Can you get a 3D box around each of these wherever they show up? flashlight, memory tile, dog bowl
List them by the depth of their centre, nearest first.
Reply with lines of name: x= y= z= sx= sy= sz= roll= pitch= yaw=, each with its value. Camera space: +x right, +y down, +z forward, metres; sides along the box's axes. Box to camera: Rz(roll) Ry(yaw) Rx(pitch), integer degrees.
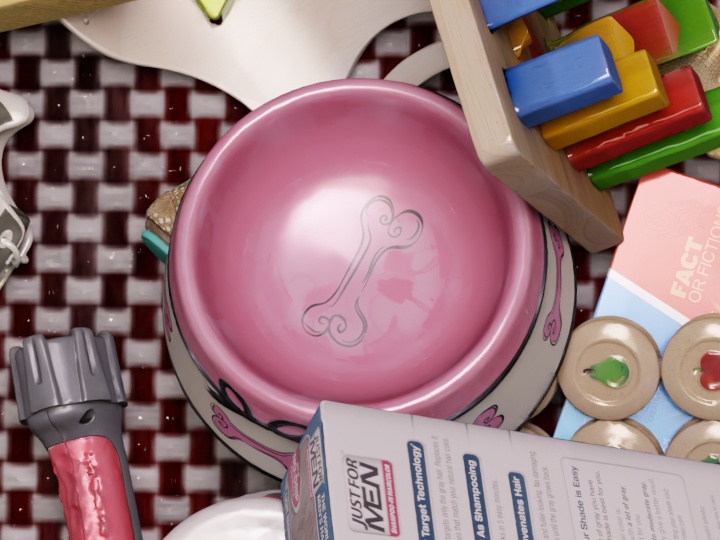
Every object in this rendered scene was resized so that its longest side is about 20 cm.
dog bowl: x=0.000 y=0.000 z=1.322 sx=0.199 sy=0.074 sz=0.202 roll=-2 pitch=71 yaw=6
memory tile: x=0.122 y=0.120 z=1.365 sx=0.152 sy=0.017 sz=0.201 roll=-1 pitch=104 yaw=11
flashlight: x=-0.130 y=0.130 z=1.375 sx=0.068 sy=0.068 sz=0.201 roll=-7 pitch=78 yaw=-27

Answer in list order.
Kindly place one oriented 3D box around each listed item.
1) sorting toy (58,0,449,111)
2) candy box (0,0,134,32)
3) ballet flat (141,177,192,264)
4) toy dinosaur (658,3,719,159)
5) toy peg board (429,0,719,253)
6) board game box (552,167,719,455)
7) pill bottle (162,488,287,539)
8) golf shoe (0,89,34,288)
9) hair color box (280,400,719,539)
sorting toy: x=-0.026 y=-0.147 z=1.381 sx=0.200 sy=0.107 sz=0.180 roll=-34 pitch=100 yaw=34
candy box: x=-0.194 y=-0.173 z=1.372 sx=0.199 sy=0.056 sz=0.118 roll=-8 pitch=86 yaw=38
ballet flat: x=-0.019 y=0.023 z=1.393 sx=0.200 sy=0.071 sz=0.065 roll=44 pitch=82 yaw=3
toy dinosaur: x=0.168 y=-0.103 z=1.386 sx=0.198 sy=0.058 sz=0.102 roll=-4 pitch=88 yaw=5
toy peg board: x=0.097 y=-0.134 z=1.298 sx=0.097 sy=0.199 sz=0.201 roll=-21 pitch=73 yaw=14
board game box: x=0.208 y=0.051 z=1.384 sx=0.199 sy=0.040 sz=0.154 roll=18 pitch=89 yaw=5
pill bottle: x=-0.038 y=0.157 z=1.319 sx=0.110 sy=0.200 sz=0.112 roll=0 pitch=87 yaw=5
golf shoe: x=-0.206 y=0.003 z=1.405 sx=0.087 sy=0.077 sz=0.202 roll=-1 pitch=88 yaw=-2
hair color box: x=0.070 y=0.125 z=1.206 sx=0.199 sy=0.061 sz=0.100 roll=10 pitch=44 yaw=-17
